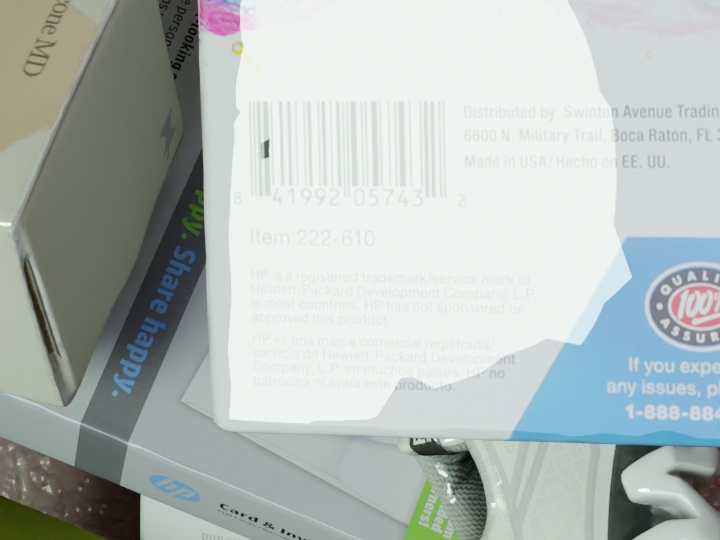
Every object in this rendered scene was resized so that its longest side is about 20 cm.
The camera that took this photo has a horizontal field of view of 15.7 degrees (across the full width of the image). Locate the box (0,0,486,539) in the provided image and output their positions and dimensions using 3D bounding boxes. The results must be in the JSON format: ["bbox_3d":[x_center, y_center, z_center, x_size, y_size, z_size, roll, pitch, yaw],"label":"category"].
[{"bbox_3d":[0.000,0.000,0.713,0.200,0.156,0.041,23,158,0],"label":"box"}]

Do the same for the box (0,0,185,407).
[{"bbox_3d":[-0.153,-0.041,0.654,0.200,0.095,0.078,10,146,13],"label":"box"}]

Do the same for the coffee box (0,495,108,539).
[{"bbox_3d":[-0.108,0.194,0.692,0.199,0.200,0.198,21,112,9],"label":"coffee box"}]

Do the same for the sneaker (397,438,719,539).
[{"bbox_3d":[0.052,0.015,0.658,0.081,0.075,0.200,5,68,3],"label":"sneaker"}]

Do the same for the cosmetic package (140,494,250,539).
[{"bbox_3d":[-0.018,0.112,0.803,0.074,0.102,0.200,8,111,19],"label":"cosmetic package"}]

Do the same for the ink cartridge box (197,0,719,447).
[{"bbox_3d":[0.043,-0.068,0.572,0.144,0.085,0.201,1,98,17],"label":"ink cartridge box"}]
